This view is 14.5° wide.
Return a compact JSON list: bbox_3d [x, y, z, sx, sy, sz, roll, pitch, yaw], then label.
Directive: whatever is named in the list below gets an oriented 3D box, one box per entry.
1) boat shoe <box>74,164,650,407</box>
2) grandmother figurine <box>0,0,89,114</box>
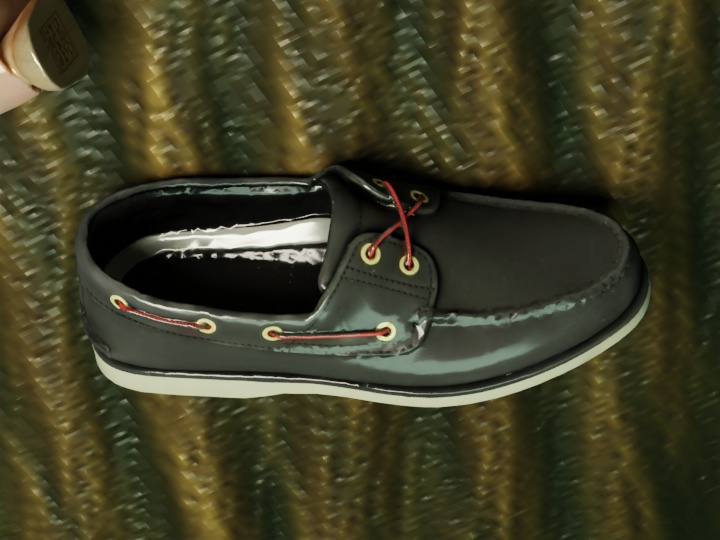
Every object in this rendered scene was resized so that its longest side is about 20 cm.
[{"bbox_3d":[0.000,0.002,0.981,0.200,0.074,0.063,-2,140,5],"label":"boat shoe"},{"bbox_3d":[-0.189,-0.050,0.943,0.199,0.061,0.122,-21,102,19],"label":"grandmother figurine"}]
